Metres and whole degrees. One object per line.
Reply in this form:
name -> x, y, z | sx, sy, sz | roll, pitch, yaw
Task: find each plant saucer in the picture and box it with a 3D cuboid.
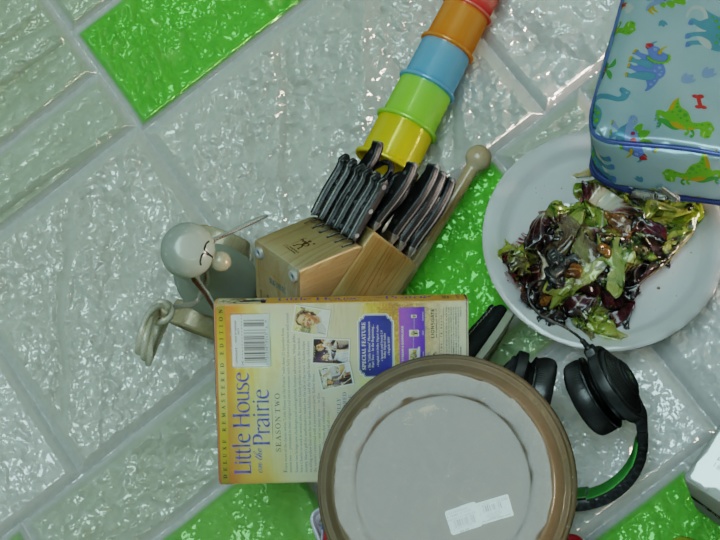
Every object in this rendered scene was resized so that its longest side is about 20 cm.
plant saucer -> 0.064, 0.161, 1.401 | 0.199, 0.029, 0.201 | -1, 80, 8

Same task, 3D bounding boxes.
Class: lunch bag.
lunch bag -> 0.275, -0.146, 1.502 | 0.160, 0.083, 0.201 | 8, 55, 17

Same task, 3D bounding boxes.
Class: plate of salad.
plate of salad -> 0.198, -0.030, 1.512 | 0.199, 0.048, 0.201 | -1, 66, 2

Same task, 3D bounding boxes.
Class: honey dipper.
honey dipper -> 0.054, -0.019, 1.568 | 0.038, 0.038, 0.201 | 29, 81, 20

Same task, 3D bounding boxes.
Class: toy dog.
toy dog -> -0.110, 0.011, 1.533 | 0.096, 0.200, 0.133 | 15, 102, 4

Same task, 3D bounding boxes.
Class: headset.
headset -> 0.161, 0.089, 1.461 | 0.123, 0.094, 0.201 | -5, 111, 10

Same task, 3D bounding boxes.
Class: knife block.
knife block -> 0.000, 0.000, 1.531 | 0.175, 0.201, 0.064 | -22, 37, -32

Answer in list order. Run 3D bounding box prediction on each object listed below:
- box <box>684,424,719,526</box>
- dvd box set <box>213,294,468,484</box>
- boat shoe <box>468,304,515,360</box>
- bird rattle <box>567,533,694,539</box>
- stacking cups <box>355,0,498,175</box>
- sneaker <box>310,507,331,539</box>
box -> 0.379, 0.141, 1.383 | 0.198, 0.131, 0.200 | 34, 84, 21
dvd box set -> -0.014, 0.093, 1.453 | 0.199, 0.029, 0.147 | -2, 99, 0
boat shoe -> 0.046, 0.097, 1.513 | 0.066, 0.074, 0.200 | 38, 94, 10
bird rattle -> 0.184, 0.277, 1.411 | 0.199, 0.113, 0.164 | -1, 89, 17
stacking cups -> 0.064, -0.176, 1.599 | 0.060, 0.061, 0.201 | 23, 80, 20
sneaker -> -0.022, 0.258, 1.458 | 0.112, 0.071, 0.200 | 44, 79, -12
